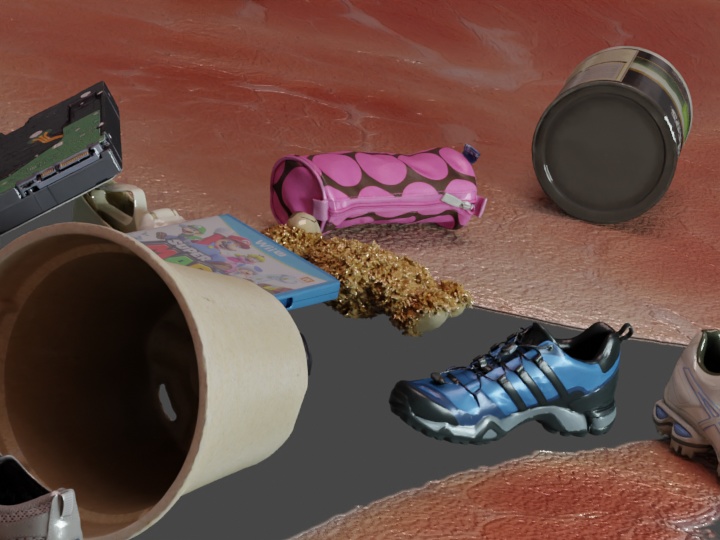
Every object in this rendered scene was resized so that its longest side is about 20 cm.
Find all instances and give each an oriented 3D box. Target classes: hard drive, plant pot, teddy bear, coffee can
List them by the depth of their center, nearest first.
[{"bbox_3d":[-0.133,0.071,1.429,0.200,0.201,0.183,20,10,28],"label":"plant pot"},{"bbox_3d":[0.000,0.000,1.857,0.200,0.067,0.145,23,20,32],"label":"teddy bear"},{"bbox_3d":[-0.276,-0.096,1.929,0.140,0.038,0.200,-27,20,2],"label":"hard drive"},{"bbox_3d":[0.264,-0.145,2.292,0.146,0.147,0.200,13,19,9],"label":"coffee can"}]

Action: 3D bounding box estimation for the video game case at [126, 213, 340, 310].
[{"bbox_3d":[-0.135,0.003,1.729,0.200,0.018,0.143,-13,32,-44],"label":"video game case"}]

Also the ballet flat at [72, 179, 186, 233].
[{"bbox_3d":[-0.183,-0.031,1.853,0.069,0.070,0.200,-5,24,-39],"label":"ballet flat"}]

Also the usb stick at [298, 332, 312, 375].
[{"bbox_3d":[-0.133,0.060,1.665,0.200,0.033,0.055,4,27,-20],"label":"usb stick"}]

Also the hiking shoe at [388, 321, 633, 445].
[{"bbox_3d":[0.109,0.077,1.658,0.200,0.087,0.074,-2,22,-33],"label":"hiking shoe"}]

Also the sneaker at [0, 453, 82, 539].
[{"bbox_3d":[-0.239,0.129,1.328,0.200,0.082,0.075,20,21,27],"label":"sneaker"}]

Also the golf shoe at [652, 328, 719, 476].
[{"bbox_3d":[0.299,0.113,1.644,0.078,0.097,0.200,-3,24,-39],"label":"golf shoe"}]

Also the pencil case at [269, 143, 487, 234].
[{"bbox_3d":[0.017,-0.072,2.052,0.200,0.091,0.094,-7,36,-36],"label":"pencil case"}]
